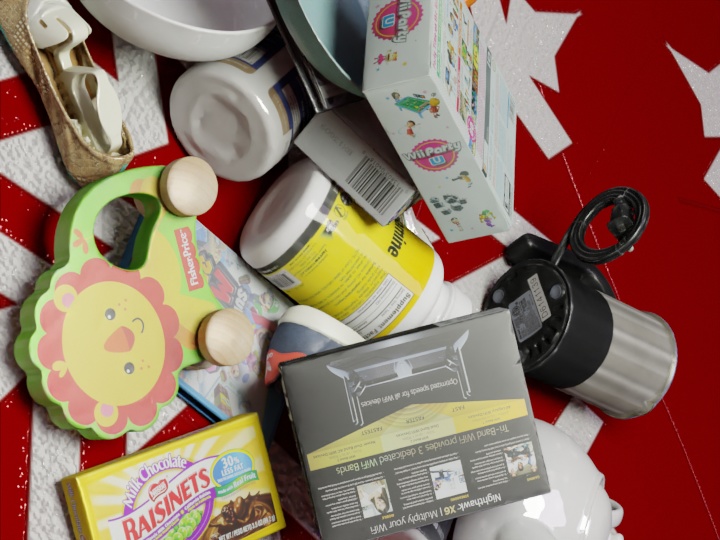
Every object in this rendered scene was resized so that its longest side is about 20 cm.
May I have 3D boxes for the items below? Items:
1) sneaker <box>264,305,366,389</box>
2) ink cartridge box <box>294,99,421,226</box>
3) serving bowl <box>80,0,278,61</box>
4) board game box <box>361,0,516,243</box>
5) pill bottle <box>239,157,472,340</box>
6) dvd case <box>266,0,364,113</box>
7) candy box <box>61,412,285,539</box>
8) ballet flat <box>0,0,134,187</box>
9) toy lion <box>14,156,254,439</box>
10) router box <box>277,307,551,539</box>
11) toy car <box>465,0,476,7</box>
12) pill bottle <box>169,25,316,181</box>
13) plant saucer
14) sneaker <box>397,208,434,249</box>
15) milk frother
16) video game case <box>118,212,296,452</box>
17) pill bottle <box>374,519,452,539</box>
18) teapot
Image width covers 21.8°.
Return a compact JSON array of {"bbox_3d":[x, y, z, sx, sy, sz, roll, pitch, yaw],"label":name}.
[{"bbox_3d":[0.009,0.110,1.613,0.199,0.075,0.085,24,70,3],"label":"sneaker"},{"bbox_3d":[0.023,-0.110,1.665,0.109,0.050,0.200,44,20,3],"label":"ink cartridge box"},{"bbox_3d":[-0.164,-0.241,1.570,0.199,0.066,0.201,20,38,-16],"label":"serving bowl"},{"bbox_3d":[0.070,-0.145,1.574,0.200,0.064,0.148,58,28,-45],"label":"board game box"},{"bbox_3d":[0.000,0.000,1.653,0.200,0.112,0.113,38,51,-21],"label":"pill bottle"},{"bbox_3d":[-0.042,-0.237,1.596,0.201,0.016,0.149,67,26,-2],"label":"dvd case"},{"bbox_3d":[-0.147,0.188,1.504,0.199,0.026,0.103,-17,92,-46],"label":"candy box"},{"bbox_3d":[-0.233,-0.166,1.504,0.070,0.065,0.201,-36,105,-47],"label":"ballet flat"},{"bbox_3d":[-0.188,0.025,1.476,0.191,0.068,0.202,-16,94,-37],"label":"toy lion"},{"bbox_3d":[0.045,0.130,1.556,0.198,0.052,0.159,-13,92,-5],"label":"router box"},{"bbox_3d":[0.044,-0.301,1.795,0.199,0.149,0.177,9,72,-47],"label":"toy car"},{"bbox_3d":[-0.072,-0.173,1.653,0.111,0.110,0.200,59,43,-16],"label":"pill bottle"},{"bbox_3d":[-0.023,-0.228,1.566,0.200,0.036,0.201,41,37,-41],"label":"plant saucer"},{"bbox_3d":[0.001,-0.049,1.732,0.088,0.077,0.201,-32,99,-37],"label":"sneaker"},{"bbox_3d":[0.253,0.032,1.887,0.187,0.199,0.182,23,57,-42],"label":"milk frother"},{"bbox_3d":[-0.129,0.045,1.589,0.200,0.018,0.144,42,49,-32],"label":"video game case"},{"bbox_3d":[0.047,0.168,1.681,0.106,0.106,0.201,47,47,-28],"label":"pill bottle"},{"bbox_3d":[0.171,0.234,1.719,0.198,0.145,0.201,89,19,-52],"label":"teapot"}]
